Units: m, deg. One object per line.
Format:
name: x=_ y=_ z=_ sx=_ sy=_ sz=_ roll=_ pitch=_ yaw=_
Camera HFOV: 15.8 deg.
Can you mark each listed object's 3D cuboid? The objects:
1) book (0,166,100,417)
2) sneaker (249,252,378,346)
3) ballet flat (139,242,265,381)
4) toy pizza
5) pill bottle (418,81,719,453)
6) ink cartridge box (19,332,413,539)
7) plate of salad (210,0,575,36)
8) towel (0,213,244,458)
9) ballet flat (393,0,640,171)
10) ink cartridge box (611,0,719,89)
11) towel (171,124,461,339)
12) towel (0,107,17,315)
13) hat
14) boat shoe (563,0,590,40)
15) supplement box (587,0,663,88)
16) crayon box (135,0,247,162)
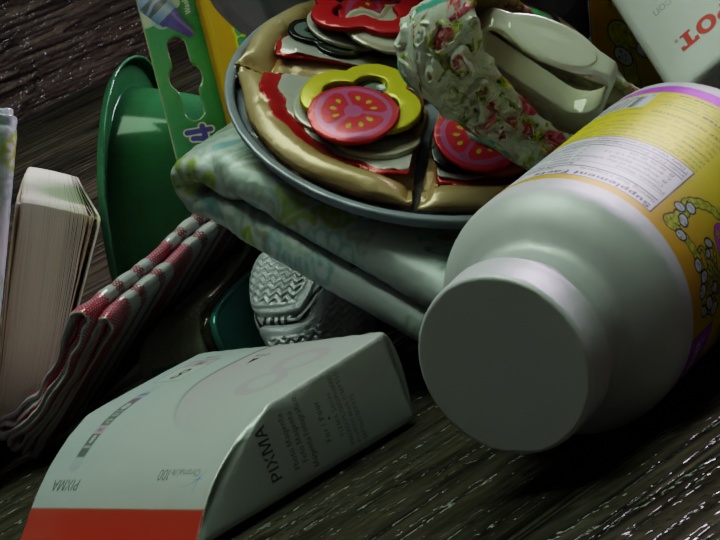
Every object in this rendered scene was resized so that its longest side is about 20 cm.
book: x=-0.194 y=0.016 z=1.532 sx=0.048 sy=0.134 sz=0.200 roll=11 pitch=7 yaw=-10
sneaker: x=0.000 y=0.000 z=1.352 sx=0.075 sy=0.115 sz=0.201 roll=-22 pitch=45 yaw=20
ballet flat: x=-0.062 y=0.011 z=1.442 sx=0.062 sy=0.068 sz=0.200 roll=-20 pitch=9 yaw=32
toy pizza: x=0.035 y=-0.089 z=1.235 sx=0.199 sy=0.032 sz=0.201 roll=4 pitch=37 yaw=-3
pill bottle: x=0.100 y=0.000 z=1.045 sx=0.104 sy=0.105 sz=0.200 roll=-15 pitch=13 yaw=35
ink cartridge box: x=-0.097 y=0.092 z=1.161 sx=0.199 sy=0.057 sz=0.162 roll=-24 pitch=10 yaw=-35
plate of salad: x=0.017 y=-0.161 z=1.339 sx=0.199 sy=0.048 sz=0.200 roll=0 pitch=-27 yaw=0
towel: x=-0.112 y=0.008 z=1.411 sx=0.200 sy=0.030 sz=0.146 roll=-45 pitch=-5 yaw=-41
ballet flat: x=0.106 y=-0.066 z=1.161 sx=0.064 sy=0.199 sz=0.076 roll=-41 pitch=27 yaw=49
ink cartridge box: x=0.182 y=-0.177 z=1.244 sx=0.146 sy=0.200 sz=0.084 roll=-39 pitch=-38 yaw=15
towel: x=0.037 y=-0.042 z=1.249 sx=0.199 sy=0.048 sz=0.171 roll=29 pitch=41 yaw=28
towel: x=-0.222 y=0.006 z=1.443 sx=0.048 sy=0.201 sz=0.171 roll=5 pitch=-2 yaw=-8
hat: x=-0.051 y=-0.057 z=1.541 sx=0.175 sy=0.201 sz=0.166 roll=-3 pitch=36 yaw=12
boat shoe: x=0.114 y=-0.135 z=1.525 sx=0.069 sy=0.199 sz=0.084 roll=110 pitch=178 yaw=-46
supplement box: x=0.227 y=-0.150 z=1.353 sx=0.199 sy=0.110 sz=0.109 roll=16 pitch=34 yaw=39
crayon box: x=-0.020 y=-0.137 z=1.463 sx=0.199 sy=0.126 sz=0.052 roll=-14 pitch=-22 yaw=-5
